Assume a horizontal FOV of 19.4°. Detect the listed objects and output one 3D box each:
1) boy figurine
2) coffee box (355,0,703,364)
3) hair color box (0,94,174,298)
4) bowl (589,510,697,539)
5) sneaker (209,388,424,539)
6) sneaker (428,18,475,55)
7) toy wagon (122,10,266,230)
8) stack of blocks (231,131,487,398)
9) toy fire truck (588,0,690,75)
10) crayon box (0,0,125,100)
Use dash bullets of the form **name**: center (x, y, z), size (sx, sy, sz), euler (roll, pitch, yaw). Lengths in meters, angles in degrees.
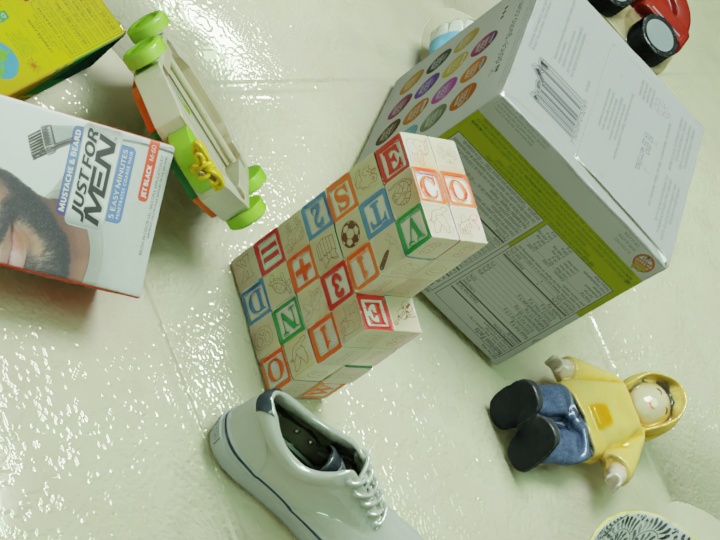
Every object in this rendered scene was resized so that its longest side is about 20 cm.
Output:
- **boy figurine**: center (0.200, 0.127, 1.766), size (0.200, 0.064, 0.125), euler (-1, 61, -43)
- **coffee box**: center (0.134, -0.085, 1.743), size (0.200, 0.198, 0.200), euler (44, 39, -16)
- **hair color box**: center (-0.231, -0.057, 1.421), size (0.200, 0.064, 0.111), euler (14, 87, -38)
- **bowl**: center (0.211, 0.295, 1.629), size (0.200, 0.094, 0.201), euler (26, 47, -32)
- **sneaker**: center (-0.016, 0.161, 1.513), size (0.200, 0.071, 0.073), euler (38, 41, -19)
- **sneaker**: center (0.135, -0.137, 1.898), size (0.200, 0.078, 0.090), euler (30, 58, -18)
- **toy wagon**: center (-0.123, -0.102, 1.545), size (0.155, 0.039, 0.200), euler (58, 9, -20)
- **stack of blocks**: center (0.000, 0.000, 1.543), size (0.058, 0.200, 0.116), euler (6, 58, -44)
- **toy fire truck**: center (0.247, -0.289, 2.087), size (0.176, 0.129, 0.200), euler (47, 49, -10)
- **crayon box**: center (-0.274, -0.179, 1.511), size (0.127, 0.051, 0.200), euler (54, 38, -1)
